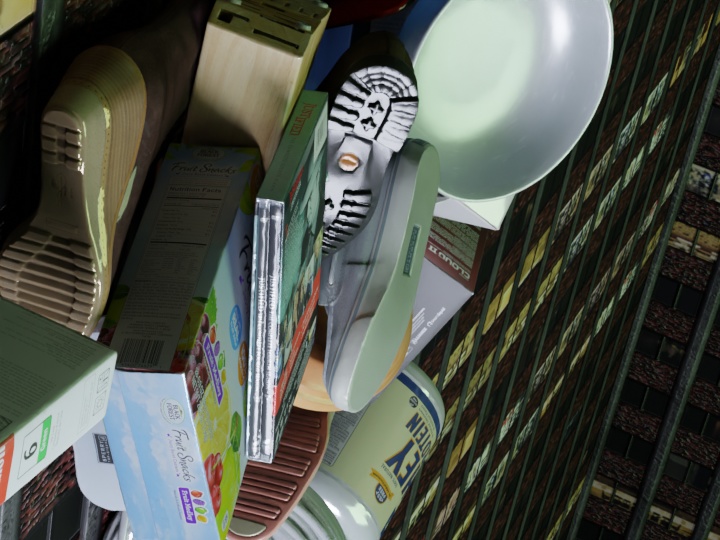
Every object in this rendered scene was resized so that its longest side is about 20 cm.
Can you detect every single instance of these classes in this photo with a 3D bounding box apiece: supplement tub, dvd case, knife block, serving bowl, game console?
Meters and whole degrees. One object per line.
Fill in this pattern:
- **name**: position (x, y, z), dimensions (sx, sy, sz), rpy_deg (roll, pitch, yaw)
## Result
- **supplement tub**: position (-0.026, 0.173, 1.841), dimensions (0.200, 0.145, 0.145), rpy_deg (-58, 162, -30)
- **dvd case**: position (-0.047, 0.003, 1.336), dimensions (0.146, 0.022, 0.201), rpy_deg (-72, 169, -56)
- **knife block**: position (-0.079, -0.097, 1.341), dimensions (0.200, 0.064, 0.176), rpy_deg (-75, -176, -76)
- **serving bowl**: position (0.095, -0.155, 1.540), dimensions (0.200, 0.066, 0.201), rpy_deg (-19, 126, -29)
- **game console**: position (0.009, -0.178, 1.505), dimensions (0.200, 0.118, 0.173), rpy_deg (-49, 154, -47)

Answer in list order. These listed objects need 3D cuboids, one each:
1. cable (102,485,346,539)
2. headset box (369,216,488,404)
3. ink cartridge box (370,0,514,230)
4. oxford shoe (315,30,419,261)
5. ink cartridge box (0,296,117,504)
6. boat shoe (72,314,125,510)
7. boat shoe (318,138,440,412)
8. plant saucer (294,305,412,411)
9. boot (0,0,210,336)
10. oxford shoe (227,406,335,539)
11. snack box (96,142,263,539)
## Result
- **cable**: position (-0.105, 0.241, 1.576), dimensions (0.069, 0.199, 0.201), rpy_deg (-42, 152, -82)
- **headset box**: position (0.036, 0.010, 1.773), dimensions (0.149, 0.075, 0.200), rpy_deg (-49, -169, 27)
- **ink cartridge box**: position (0.064, -0.133, 1.660), dimensions (0.125, 0.128, 0.201), rpy_deg (33, 79, -39)
- **oxford shoe**: position (-0.017, -0.080, 1.418), dimensions (0.200, 0.072, 0.085), rpy_deg (-54, -159, 31)
- **ink cartridge box**: position (-0.228, 0.081, 1.091), dimensions (0.200, 0.109, 0.051), rpy_deg (-43, 152, -55)
- **boat shoe**: position (-0.164, 0.086, 1.410), dimensions (0.200, 0.070, 0.066), rpy_deg (90, 10, -49)
- **boat shoe**: position (0.000, -0.001, 1.468), dimensions (0.070, 0.071, 0.202), rpy_deg (31, 73, -66)
- **plant saucer**: position (-0.033, 0.004, 1.515), dimensions (0.037, 0.200, 0.200), rpy_deg (-27, -162, 44)
- **boot**: position (-0.145, -0.059, 1.244), dimensions (0.166, 0.072, 0.201), rpy_deg (-50, 160, -51)
- **oxford shoe**: position (-0.052, 0.126, 1.533), dimensions (0.074, 0.071, 0.200), rpy_deg (88, 22, -56)
- **snack box**: position (-0.105, 0.046, 1.312), dimensions (0.169, 0.067, 0.200), rpy_deg (83, 14, -45)
